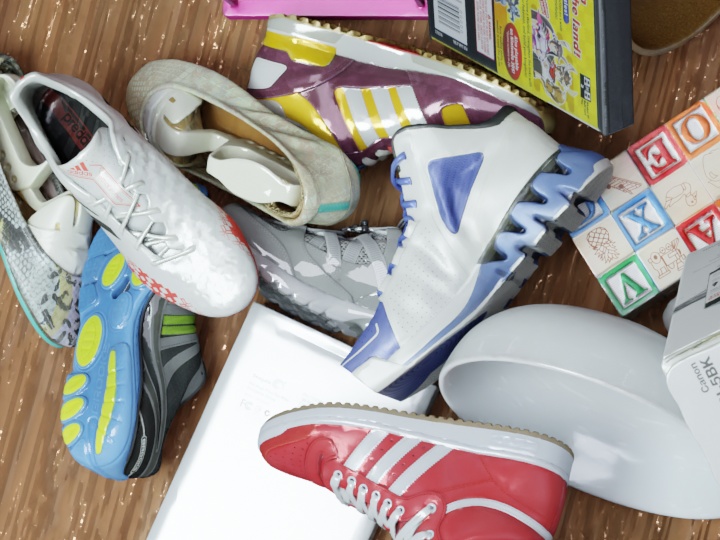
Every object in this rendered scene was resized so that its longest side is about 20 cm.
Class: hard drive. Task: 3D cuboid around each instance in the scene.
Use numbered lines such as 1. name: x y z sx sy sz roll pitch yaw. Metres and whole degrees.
1. hard drive: -0.050 0.138 1.698 0.131 0.026 0.201 24 90 11

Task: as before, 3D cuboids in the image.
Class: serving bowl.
1. serving bowl: 0.149 0.074 1.594 0.199 0.200 0.066 21 71 11

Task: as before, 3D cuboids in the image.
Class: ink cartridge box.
1. ink cartridge box: 0.237 0.065 1.467 0.082 0.200 0.147 -25 101 16

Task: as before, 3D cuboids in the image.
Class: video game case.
1. video game case: 0.095 -0.202 1.584 0.025 0.181 0.201 -22 124 -27

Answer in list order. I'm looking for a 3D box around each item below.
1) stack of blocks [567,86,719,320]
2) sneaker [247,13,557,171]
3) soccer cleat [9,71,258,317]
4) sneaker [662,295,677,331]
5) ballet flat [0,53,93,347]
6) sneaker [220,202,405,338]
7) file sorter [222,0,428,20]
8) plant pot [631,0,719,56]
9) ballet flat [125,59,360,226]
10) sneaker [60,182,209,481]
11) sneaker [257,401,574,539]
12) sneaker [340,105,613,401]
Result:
1. stack of blocks: 0.231 -0.047 1.651 0.199 0.059 0.116 -33 81 5
2. sneaker: 0.024 -0.097 1.689 0.199 0.075 0.091 18 97 17
3. soccer cleat: -0.141 -0.048 1.634 0.069 0.085 0.200 -44 72 5
4. sneaker: 0.289 0.052 1.592 0.200 0.073 0.112 37 112 -10
5. ballet flat: -0.209 -0.051 1.715 0.072 0.072 0.201 -25 80 7
6. sneaker: 0.000 0.000 1.687 0.199 0.075 0.082 25 81 0
7. file sorter: -0.026 -0.268 1.679 0.138 0.125 0.202 1 85 9
8. plant pot: 0.147 -0.264 1.636 0.200 0.186 0.187 38 92 23
9. ballet flat: -0.087 -0.082 1.671 0.199 0.062 0.068 24 117 33
10. sneaker: -0.136 0.038 1.703 0.070 0.083 0.201 1 69 31
11. sneaker: 0.023 0.147 1.615 0.199 0.071 0.113 5 65 19
12. sneaker: 0.048 -0.024 1.622 0.115 0.081 0.200 43 90 16
